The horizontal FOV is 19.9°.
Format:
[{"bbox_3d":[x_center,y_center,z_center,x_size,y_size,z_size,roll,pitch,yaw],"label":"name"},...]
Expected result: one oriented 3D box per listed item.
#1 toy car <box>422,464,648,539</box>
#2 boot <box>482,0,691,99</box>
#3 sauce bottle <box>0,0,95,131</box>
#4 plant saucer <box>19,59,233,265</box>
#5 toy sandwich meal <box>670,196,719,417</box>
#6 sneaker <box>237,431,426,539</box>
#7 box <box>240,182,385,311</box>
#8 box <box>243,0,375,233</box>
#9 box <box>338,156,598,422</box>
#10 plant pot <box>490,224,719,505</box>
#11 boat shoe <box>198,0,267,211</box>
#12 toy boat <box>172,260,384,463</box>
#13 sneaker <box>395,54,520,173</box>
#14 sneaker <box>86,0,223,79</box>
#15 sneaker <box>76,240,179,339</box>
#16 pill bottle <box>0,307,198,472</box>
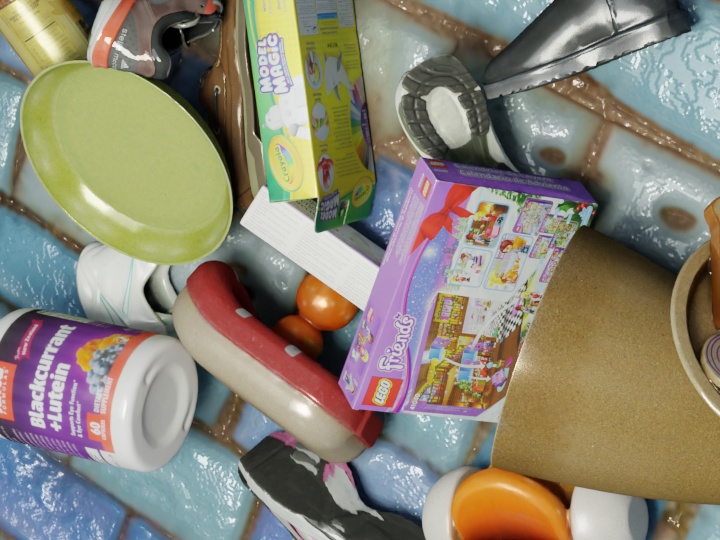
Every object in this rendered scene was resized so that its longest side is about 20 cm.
[{"bbox_3d":[0.122,0.237,1.543,0.175,0.150,0.200,-6,95,30],"label":"toy car"},{"bbox_3d":[0.137,-0.242,1.503,0.165,0.066,0.200,-19,91,23],"label":"boot"},{"bbox_3d":[-0.233,-0.161,1.706,0.066,0.066,0.200,-25,110,31],"label":"sauce bottle"},{"bbox_3d":[-0.184,-0.093,1.663,0.200,0.031,0.200,19,136,20],"label":"plant saucer"},{"bbox_3d":[0.304,0.033,1.391,0.205,0.205,0.070,49,147,14],"label":"toy sandwich meal"},{"bbox_3d":[-0.028,0.218,1.673,0.200,0.080,0.086,40,136,29],"label":"sneaker"},{"bbox_3d":[0.000,0.000,1.612,0.200,0.039,0.041,34,113,5],"label":"box"},{"bbox_3d":[-0.037,-0.132,1.593,0.048,0.117,0.200,-7,95,24],"label":"box"},{"bbox_3d":[0.079,0.018,1.535,0.039,0.137,0.200,58,135,53],"label":"box"},{"bbox_3d":[0.218,0.089,1.464,0.200,0.186,0.187,21,109,11],"label":"plant pot"},{"bbox_3d":[-0.100,-0.146,1.654,0.068,0.072,0.200,2,99,29],"label":"boat shoe"},{"bbox_3d":[-0.051,0.053,1.648,0.200,0.131,0.131,35,84,20],"label":"toy boat"},{"bbox_3d":[0.080,-0.076,1.573,0.077,0.089,0.200,-23,107,-6],"label":"sneaker"},{"bbox_3d":[-0.142,-0.214,1.618,0.082,0.200,0.077,24,141,4],"label":"sneaker"},{"bbox_3d":[-0.185,0.071,1.742,0.080,0.070,0.201,-8,94,28],"label":"sneaker"},{"bbox_3d":[-0.243,0.092,1.674,0.200,0.111,0.112,10,103,25],"label":"pill bottle"}]
